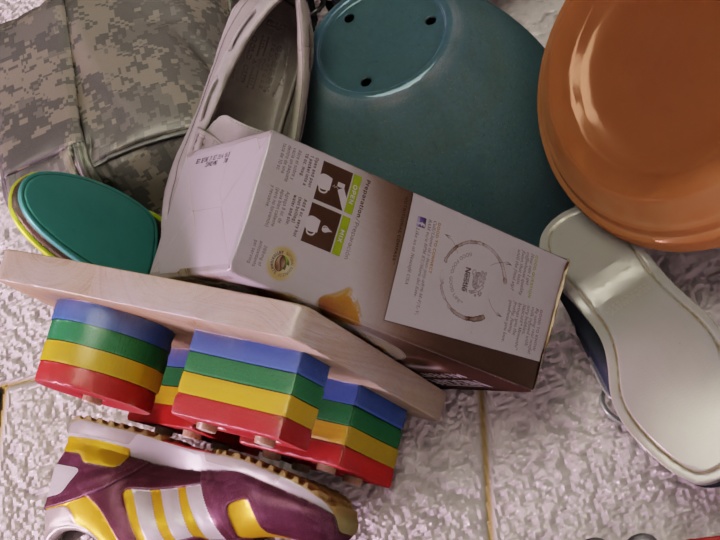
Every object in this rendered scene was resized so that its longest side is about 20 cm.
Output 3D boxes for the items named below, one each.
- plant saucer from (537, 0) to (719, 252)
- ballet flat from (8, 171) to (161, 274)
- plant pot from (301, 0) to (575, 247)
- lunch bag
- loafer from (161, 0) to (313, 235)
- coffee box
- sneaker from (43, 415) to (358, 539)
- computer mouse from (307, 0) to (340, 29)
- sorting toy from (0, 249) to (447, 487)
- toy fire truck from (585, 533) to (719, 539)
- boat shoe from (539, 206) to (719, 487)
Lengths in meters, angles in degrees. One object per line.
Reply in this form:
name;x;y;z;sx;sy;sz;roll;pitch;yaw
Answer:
plant saucer;0.181;-0.112;0.968;0.199;0.037;0.202;-10;74;36
ballet flat;-0.128;0.000;1.066;0.067;0.198;0.067;-44;33;52
plant pot;0.033;-0.103;1.087;0.198;0.135;0.202;-11;53;15
lunch bag;-0.142;-0.099;1.147;0.167;0.140;0.201;-26;46;11
loafer;-0.072;-0.072;1.021;0.069;0.070;0.202;13;83;-15
coffee box;0.000;0.000;0.963;0.114;0.199;0.080;-4;67;62
sneaker;-0.095;0.150;1.016;0.198;0.075;0.091;11;78;28
computer mouse;0.032;-0.213;1.219;0.198;0.053;0.139;-11;44;24
sorting toy;-0.081;0.063;0.989;0.197;0.200;0.070;10;78;28
toy fire truck;0.144;0.209;0.883;0.198;0.049;0.142;-8;56;15
boat shoe;0.161;0.048;0.978;0.075;0.062;0.200;-34;49;0
